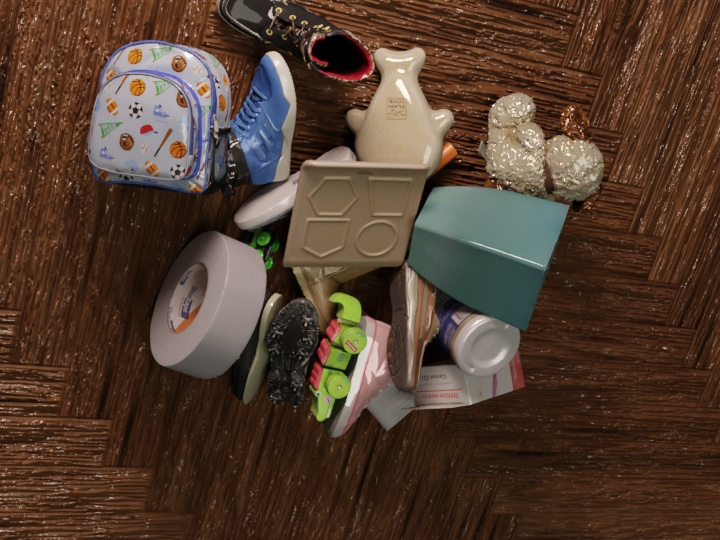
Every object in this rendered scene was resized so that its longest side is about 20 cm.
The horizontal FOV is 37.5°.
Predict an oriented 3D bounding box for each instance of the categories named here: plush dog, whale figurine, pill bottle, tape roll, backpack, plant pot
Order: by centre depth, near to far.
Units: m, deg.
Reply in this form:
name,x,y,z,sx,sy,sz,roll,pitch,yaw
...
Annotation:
name,x,y,z,sx,sy,sz,roll,pitch,yaw
backpack,-0.257,-0.199,1.360,0.199,0.154,0.191,8,94,5
tape roll,-0.215,0.048,1.480,0.066,0.200,0.201,24,102,-32
whale figurine,0.059,-0.222,1.550,0.159,0.104,0.201,0,93,9
plant pot,0.180,-0.036,1.555,0.200,0.141,0.141,20,139,11
plush dog,0.282,-0.159,1.605,0.171,0.161,0.200,-3,123,23
pill bottle,0.156,0.072,1.661,0.111,0.200,0.111,-11,120,-19

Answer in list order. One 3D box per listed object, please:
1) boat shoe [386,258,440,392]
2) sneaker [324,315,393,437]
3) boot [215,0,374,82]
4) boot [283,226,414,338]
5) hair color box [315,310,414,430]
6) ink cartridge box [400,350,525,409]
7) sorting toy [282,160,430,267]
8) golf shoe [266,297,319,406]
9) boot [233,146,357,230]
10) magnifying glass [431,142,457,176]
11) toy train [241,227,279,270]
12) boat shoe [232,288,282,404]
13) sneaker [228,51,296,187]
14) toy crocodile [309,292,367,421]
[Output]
name,x,y,z,sx,sy,sz,roll,pitch,yaw
boat shoe,0.086,0.083,1.592,0.072,0.076,0.201,8,80,-24
sneaker,0.018,0.175,1.649,0.104,0.075,0.201,15,101,-24
boot,-0.082,-0.312,1.399,0.200,0.151,0.073,23,103,-31
boot,0.000,0.000,1.625,0.200,0.066,0.175,-26,129,-8
hair color box,0.019,0.160,1.725,0.101,0.061,0.200,-39,124,-3
ink cartridge box,0.162,0.177,1.718,0.200,0.116,0.068,-8,88,-49
sorting toy,-0.010,-0.081,1.511,0.185,0.037,0.200,0,133,-18
golf shoe,-0.104,0.110,1.619,0.078,0.095,0.200,14,125,-2
boot,-0.078,-0.093,1.534,0.200,0.073,0.090,-27,124,12
magnifying glass,0.066,-0.126,1.637,0.200,0.022,0.080,-38,124,-2
toy train,-0.176,0.028,1.543,0.042,0.056,0.200,37,70,-59
boat shoe,-0.169,0.113,1.618,0.063,0.074,0.202,20,120,12
sneaker,-0.154,-0.200,1.451,0.111,0.077,0.200,-15,137,-23
toy crocodile,-0.041,0.131,1.598,0.062,0.068,0.200,13,104,-22
